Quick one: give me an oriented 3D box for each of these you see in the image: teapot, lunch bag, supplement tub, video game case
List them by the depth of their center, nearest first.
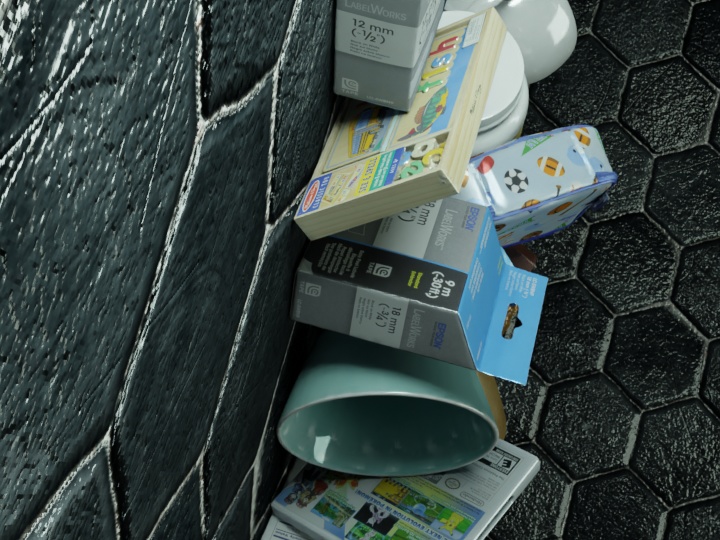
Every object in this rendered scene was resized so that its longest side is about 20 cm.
[{"bbox_3d":[0.140,-0.064,1.213,0.076,0.200,0.160,69,-24,15],"label":"lunch bag"},{"bbox_3d":[0.043,0.210,1.234,0.182,0.200,0.022,-45,139,-28],"label":"video game case"},{"bbox_3d":[0.090,-0.151,1.264,0.200,0.145,0.146,92,14,-67],"label":"supplement tub"},{"bbox_3d":[0.151,-0.290,1.506,0.146,0.197,0.200,-38,132,-8],"label":"teapot"}]

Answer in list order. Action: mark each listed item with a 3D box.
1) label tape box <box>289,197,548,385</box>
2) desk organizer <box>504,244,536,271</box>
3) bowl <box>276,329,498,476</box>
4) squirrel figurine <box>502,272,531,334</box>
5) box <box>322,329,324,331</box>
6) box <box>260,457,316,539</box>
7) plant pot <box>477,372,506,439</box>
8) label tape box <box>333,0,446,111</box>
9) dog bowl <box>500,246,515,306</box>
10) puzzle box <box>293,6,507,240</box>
[{"bbox_3d":[0.058,0.001,1.060,0.144,0.200,0.063,-69,172,-48],"label":"label tape box"},{"bbox_3d":[0.096,0.041,1.349,0.200,0.077,0.072,-52,178,12],"label":"desk organizer"},{"bbox_3d":[0.025,0.107,1.168,0.201,0.200,0.105,95,-4,-61],"label":"bowl"},{"bbox_3d":[0.098,-0.005,1.482,0.142,0.200,0.187,-60,-167,15],"label":"squirrel figurine"},{"bbox_3d":[-0.021,0.113,1.372,0.200,0.048,0.118,80,26,-81],"label":"box"},{"bbox_3d":[-0.010,0.304,1.288,0.200,0.184,0.105,-65,170,-58],"label":"box"},{"bbox_3d":[0.085,0.126,1.569,0.187,0.186,0.200,-69,159,-46],"label":"plant pot"},{"bbox_3d":[0.032,-0.231,0.890,0.200,0.066,0.143,99,9,-60],"label":"label tape box"},{"bbox_3d":[0.076,0.032,1.229,0.200,0.111,0.050,-41,-119,52],"label":"dog bowl"},{"bbox_3d":[0.033,-0.114,0.962,0.025,0.133,0.200,50,39,-30],"label":"puzzle box"}]
